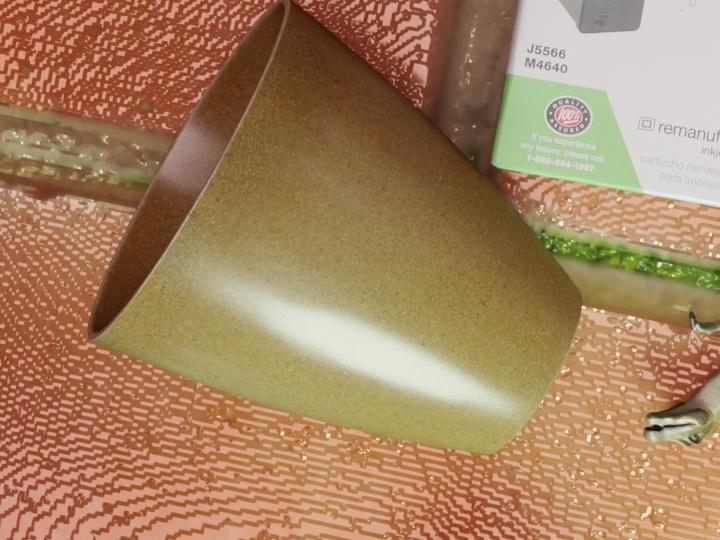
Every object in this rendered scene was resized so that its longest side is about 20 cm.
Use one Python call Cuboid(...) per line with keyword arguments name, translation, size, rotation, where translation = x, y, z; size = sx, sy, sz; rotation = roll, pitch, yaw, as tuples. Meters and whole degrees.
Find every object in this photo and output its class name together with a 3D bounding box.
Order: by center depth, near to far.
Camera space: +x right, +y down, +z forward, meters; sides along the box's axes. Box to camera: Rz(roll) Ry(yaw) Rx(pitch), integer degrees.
Cuboid(name="plant pot", translation=(0.000, 0.000, 1.374), size=(0.199, 0.186, 0.187), rotation=(30, 97, -10))
Cuboid(name="ink cartridge box", translation=(0.150, -0.138, 1.382), size=(0.144, 0.084, 0.202), rotation=(10, 96, 5))
Cuboid(name="toy dinosaur", translation=(0.235, 0.038, 1.412), size=(0.198, 0.058, 0.102), rotation=(-7, 109, 14))
